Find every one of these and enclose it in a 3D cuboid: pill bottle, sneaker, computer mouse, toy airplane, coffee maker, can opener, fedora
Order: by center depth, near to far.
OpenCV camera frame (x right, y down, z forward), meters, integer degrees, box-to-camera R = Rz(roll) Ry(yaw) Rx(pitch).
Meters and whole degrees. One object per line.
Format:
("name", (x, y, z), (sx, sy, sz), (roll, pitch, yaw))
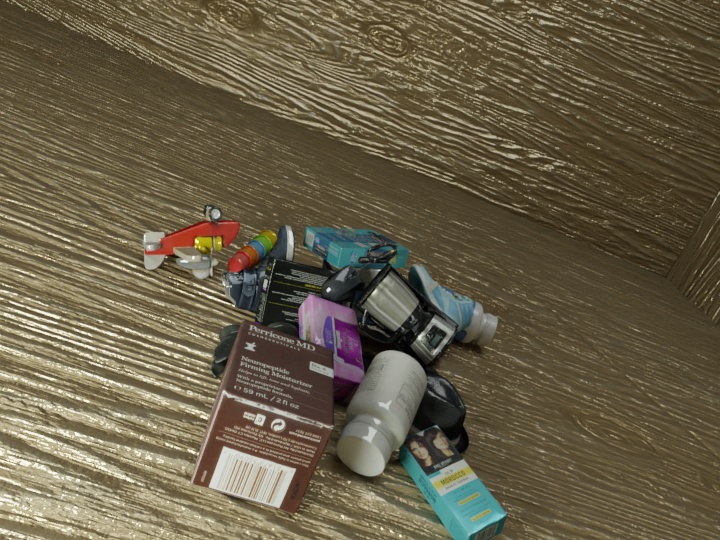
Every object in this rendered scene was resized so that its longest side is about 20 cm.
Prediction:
("pill bottle", (0.036, 0.245, 1.066), (0.112, 0.116, 0.201), (26, 40, 7))
("sneaker", (-0.193, 0.150, 1.165), (0.195, 0.061, 0.104), (3, 28, -31))
("fedora", (0.136, 0.262, 1.198), (0.196, 0.093, 0.202), (20, 23, -9))
("coffee maker", (0.097, 0.088, 1.273), (0.199, 0.135, 0.192), (42, 19, -1))
("computer mouse", (0.000, 0.000, 1.290), (0.059, 0.198, 0.034), (52, -19, 1))
("can opener", (0.072, 0.202, 1.303), (0.196, 0.068, 0.054), (23, 20, -21))
("sneaker", (-0.222, -0.010, 1.335), (0.142, 0.208, 0.077), (12, -12, -16))
("toy airplane", (-0.373, -0.043, 1.339), (0.194, 0.144, 0.201), (-10, 21, 23))
("sneaker", (0.204, 0.068, 1.528), (0.128, 0.080, 0.204), (-15, 71, -27))
("pill bottle", (0.252, 0.121, 1.613), (0.196, 0.114, 0.113), (25, 22, -1))

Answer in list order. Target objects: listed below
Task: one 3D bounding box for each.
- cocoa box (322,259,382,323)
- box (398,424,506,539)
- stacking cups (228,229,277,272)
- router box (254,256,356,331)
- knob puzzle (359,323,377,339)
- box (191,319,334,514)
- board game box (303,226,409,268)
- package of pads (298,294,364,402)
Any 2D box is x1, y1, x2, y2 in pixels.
("cocoa box", (-0.016, 0.025, 1.476), (0.130, 0.135, 0.200), (8, 17, -16))
("box", (0.149, 0.356, 1.029), (0.080, 0.050, 0.200), (-14, 39, -26))
("stacking cups", (-0.267, -0.048, 1.523), (0.059, 0.062, 0.200), (26, 22, 6))
("router box", (-0.113, 0.066, 1.301), (0.195, 0.153, 0.051), (13, 1, -25))
("knob puzzle", (0.022, 0.129, 1.462), (0.214, 0.031, 0.220), (14, 16, -4))
("box", (-0.139, 0.213, 0.928), (0.162, 0.167, 0.201), (19, 22, -11))
("board game box", (-0.010, -0.052, 1.410), (0.196, 0.048, 0.150), (0, 21, -38))
("package of pads", (-0.058, 0.151, 1.208), (0.118, 0.076, 0.203), (19, 39, -25))
